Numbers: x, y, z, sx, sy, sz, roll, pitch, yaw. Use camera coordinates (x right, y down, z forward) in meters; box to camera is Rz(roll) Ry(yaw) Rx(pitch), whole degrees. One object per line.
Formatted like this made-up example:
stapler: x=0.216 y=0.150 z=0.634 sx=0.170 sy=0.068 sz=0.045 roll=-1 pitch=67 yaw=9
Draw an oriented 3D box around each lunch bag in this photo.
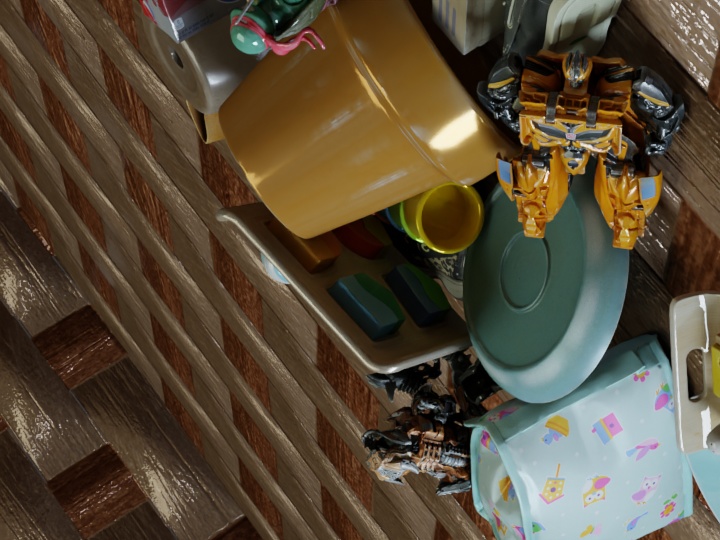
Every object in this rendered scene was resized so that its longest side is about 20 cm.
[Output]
lunch bag: x=0.179 y=0.146 z=1.777 sx=0.122 sy=0.169 sz=0.201 roll=57 pitch=167 yaw=37

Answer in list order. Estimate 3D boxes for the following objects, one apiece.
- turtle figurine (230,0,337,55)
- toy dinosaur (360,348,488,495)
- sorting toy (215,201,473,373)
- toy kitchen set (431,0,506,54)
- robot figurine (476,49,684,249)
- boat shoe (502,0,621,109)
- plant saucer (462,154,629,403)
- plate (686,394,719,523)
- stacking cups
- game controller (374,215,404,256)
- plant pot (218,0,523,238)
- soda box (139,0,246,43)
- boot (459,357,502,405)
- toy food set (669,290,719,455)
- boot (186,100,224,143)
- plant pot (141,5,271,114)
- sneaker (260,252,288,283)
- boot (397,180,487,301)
turtle figurine: x=-0.059 y=-0.225 z=1.569 sx=0.149 sy=0.201 sz=0.101 roll=2 pitch=139 yaw=42
toy dinosaur: x=0.073 y=0.130 z=1.876 sx=0.199 sy=0.102 sz=0.137 roll=8 pitch=-128 yaw=-59
sorting toy: x=0.000 y=0.000 z=1.744 sx=0.200 sy=0.037 sz=0.185 roll=42 pitch=-157 yaw=17
toy kitchen set: x=0.015 y=-0.267 z=1.520 sx=0.200 sy=0.162 sz=0.181 roll=51 pitch=163 yaw=24
robot figurine: x=0.155 y=-0.087 z=1.526 sx=0.143 sy=0.059 sz=0.200 roll=7 pitch=155 yaw=12
boat shoe: x=0.132 y=-0.176 z=1.521 sx=0.068 sy=0.071 sz=0.200 roll=60 pitch=161 yaw=16
plant saucer: x=0.135 y=0.001 z=1.681 sx=0.199 sy=0.027 sz=0.202 roll=-18 pitch=68 yaw=54
plate: x=0.320 y=0.177 z=1.680 sx=0.201 sy=0.025 sz=0.201 roll=52 pitch=164 yaw=22
stacking cups: x=0.035 y=-0.057 z=1.798 sx=0.061 sy=0.060 sz=0.200 roll=63 pitch=164 yaw=-18
game controller: x=0.012 y=-0.025 z=1.967 sx=0.105 sy=0.042 sz=0.201 roll=88 pitch=172 yaw=-46
plant pot: x=-0.002 y=-0.126 z=1.663 sx=0.201 sy=0.182 sz=0.201 roll=52 pitch=-165 yaw=-19
soda box: x=-0.090 y=-0.270 z=1.758 sx=0.063 sy=0.199 sz=0.070 roll=41 pitch=157 yaw=45
boot: x=0.134 y=0.068 z=1.840 sx=0.068 sy=0.130 sz=0.200 roll=54 pitch=164 yaw=9
toy food set: x=0.292 y=0.116 z=1.535 sx=0.200 sy=0.060 sz=0.145 roll=35 pitch=143 yaw=48
boot: x=-0.088 y=-0.154 z=2.068 sx=0.071 sy=0.143 sz=0.202 roll=36 pitch=153 yaw=53
plant pot: x=-0.092 y=-0.226 z=1.896 sx=0.201 sy=0.174 sz=0.201 roll=51 pitch=164 yaw=21
sneaker: x=-0.054 y=-0.080 z=1.937 sx=0.130 sy=0.201 sz=0.080 roll=11 pitch=153 yaw=47
boot: x=0.068 y=-0.069 z=1.911 sx=0.203 sy=0.073 sz=0.155 roll=-141 pitch=32 yaw=-66
